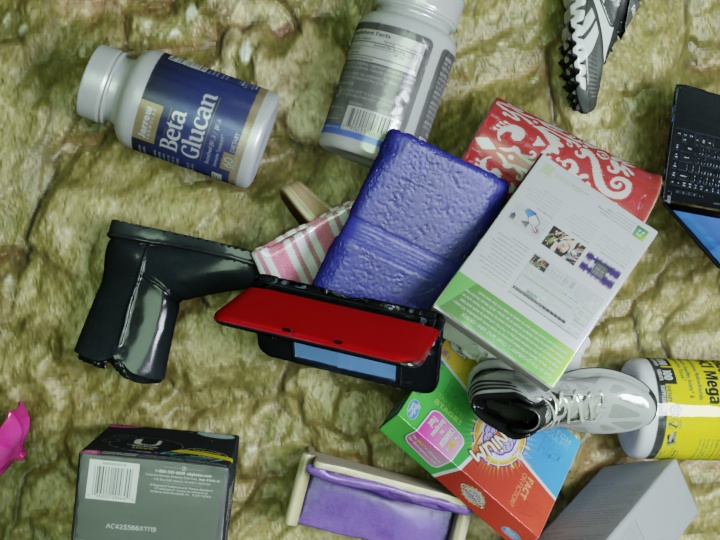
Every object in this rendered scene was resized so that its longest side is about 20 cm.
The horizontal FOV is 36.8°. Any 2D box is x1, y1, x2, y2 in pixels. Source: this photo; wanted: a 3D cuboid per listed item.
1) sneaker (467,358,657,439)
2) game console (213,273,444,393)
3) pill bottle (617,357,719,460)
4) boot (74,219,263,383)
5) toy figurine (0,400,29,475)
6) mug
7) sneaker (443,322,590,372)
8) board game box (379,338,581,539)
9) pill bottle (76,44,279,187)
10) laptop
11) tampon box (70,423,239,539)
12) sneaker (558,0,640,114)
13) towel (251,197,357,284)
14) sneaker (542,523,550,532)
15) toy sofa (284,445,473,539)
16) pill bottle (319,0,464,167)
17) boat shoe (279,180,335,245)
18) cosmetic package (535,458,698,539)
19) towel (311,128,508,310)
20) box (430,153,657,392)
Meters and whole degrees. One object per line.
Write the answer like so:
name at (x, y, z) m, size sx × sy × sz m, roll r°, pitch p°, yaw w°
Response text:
sneaker at (0.207, 0.149, 1.115) m, size 0.200 × 0.115 × 0.076 m, roll 6°, pitch 107°, yaw 7°
game console at (-0.028, 0.083, 1.067) m, size 0.200 × 0.172 × 0.119 m, roll 13°, pitch 48°, yaw 12°
pill bottle at (0.396, 0.156, 1.212) m, size 0.200 × 0.112 × 0.113 m, roll 2°, pitch 91°, yaw -4°
boot at (-0.203, 0.044, 1.192) m, size 0.200 × 0.076 × 0.168 m, roll 12°, pitch 87°, yaw 3°
toy figurine at (-0.444, 0.146, 1.169) m, size 0.200 × 0.150 × 0.184 m, roll -19°, pitch 102°, yaw 19°
mug at (0.202, -0.084, 1.176) m, size 0.200 × 0.178 × 0.133 m, roll 30°, pitch 131°, yaw 1°
sneaker at (0.161, 0.086, 1.196) m, size 0.200 × 0.075 × 0.087 m, roll 16°, pitch 76°, yaw -13°
board game box at (0.135, 0.181, 1.189) m, size 0.200 × 0.040 × 0.153 m, roll 41°, pitch 46°, yaw -4°
pill bottle at (-0.198, -0.172, 1.173) m, size 0.200 × 0.111 × 0.111 m, roll 19°, pitch 90°, yaw -3°
laptop at (0.426, -0.091, 1.181) m, size 0.177 × 0.103 × 0.200 m, roll 7°, pitch 92°, yaw -33°
tampon box at (-0.210, 0.241, 1.135) m, size 0.150 × 0.200 × 0.126 m, roll 6°, pitch 90°, yaw -5°
sneaker at (0.271, -0.278, 1.220) m, size 0.090 × 0.066 × 0.200 m, roll -2°, pitch 89°, yaw -1°
towel at (0.000, 0.000, 1.165) m, size 0.200 × 0.030 × 0.146 m, roll -27°, pitch 104°, yaw -2°
sneaker at (0.184, 0.355, 1.234) m, size 0.200 × 0.078 × 0.091 m, roll -15°, pitch 114°, yaw -6°
toy sofa at (0.021, 0.263, 1.201) m, size 0.200 × 0.098 × 0.083 m, roll 15°, pitch 90°, yaw -4°
pill bottle at (0.037, -0.213, 1.185) m, size 0.114 × 0.114 × 0.200 m, roll 19°, pitch 90°, yaw -3°
boat shoe at (-0.003, -0.039, 1.212) m, size 0.200 × 0.071 × 0.065 m, roll 41°, pitch 84°, yaw -13°
cosmetic package at (0.264, 0.283, 1.151) m, size 0.200 × 0.101 × 0.071 m, roll -32°, pitch 99°, yaw -42°
towel at (0.050, -0.033, 1.131) m, size 0.148 × 0.050 × 0.200 m, roll 24°, pitch 99°, yaw -13°
box at (0.184, 0.001, 1.091) m, size 0.144 × 0.036 × 0.200 m, roll 36°, pitch 76°, yaw 6°
